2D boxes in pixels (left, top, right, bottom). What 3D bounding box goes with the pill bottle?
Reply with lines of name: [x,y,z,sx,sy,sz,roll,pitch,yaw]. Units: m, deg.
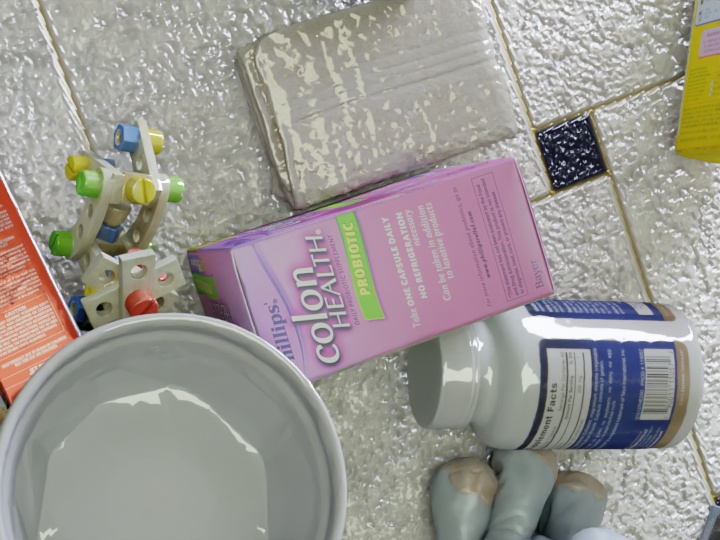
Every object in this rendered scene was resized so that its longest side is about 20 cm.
pill bottle: [0.141,0.077,1.012,0.199,0.111,0.112,2,90,-16]

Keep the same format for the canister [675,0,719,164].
canister: [0.309,-0.184,1.042,0.086,0.148,0.201,8,90,-16]

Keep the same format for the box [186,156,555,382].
box: [0.000,0.000,0.937,0.199,0.176,0.097,-20,96,-15]

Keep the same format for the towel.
towel: [0.014,-0.132,1.015,0.199,0.034,0.133,-19,97,-17]

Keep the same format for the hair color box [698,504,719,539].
hair color box: [0.359,0.275,1.103,0.199,0.061,0.099,25,84,-14]

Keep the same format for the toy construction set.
toy construction set: [-0.149,-0.004,0.895,0.092,0.200,0.132,12,115,-22]

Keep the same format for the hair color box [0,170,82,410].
hair color box: [-0.243,-0.007,0.890,0.061,0.101,0.201,-25,87,-17]

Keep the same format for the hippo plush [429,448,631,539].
hippo plush: [0.119,0.214,0.980,0.199,0.161,0.160,-26,97,-15]

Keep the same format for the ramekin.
ramekin: [-0.115,0.134,0.793,0.199,0.105,0.201,5,70,-15]

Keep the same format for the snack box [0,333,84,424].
snack box: [-0.223,0.079,0.951,0.199,0.024,0.072,2,89,-16]
